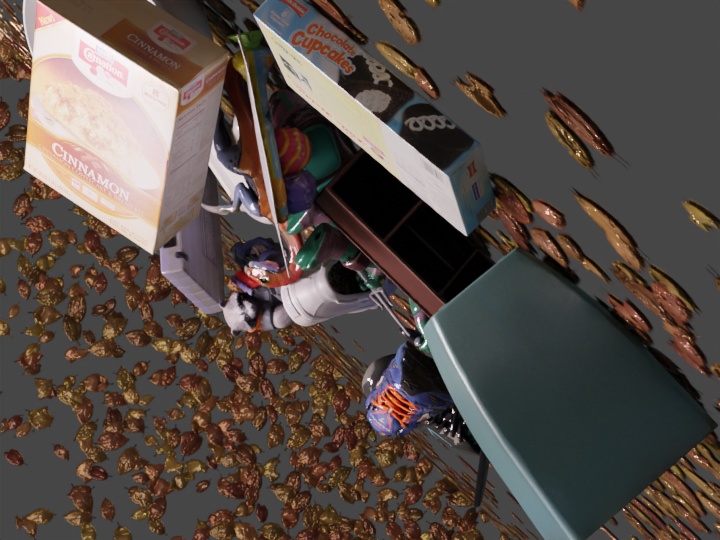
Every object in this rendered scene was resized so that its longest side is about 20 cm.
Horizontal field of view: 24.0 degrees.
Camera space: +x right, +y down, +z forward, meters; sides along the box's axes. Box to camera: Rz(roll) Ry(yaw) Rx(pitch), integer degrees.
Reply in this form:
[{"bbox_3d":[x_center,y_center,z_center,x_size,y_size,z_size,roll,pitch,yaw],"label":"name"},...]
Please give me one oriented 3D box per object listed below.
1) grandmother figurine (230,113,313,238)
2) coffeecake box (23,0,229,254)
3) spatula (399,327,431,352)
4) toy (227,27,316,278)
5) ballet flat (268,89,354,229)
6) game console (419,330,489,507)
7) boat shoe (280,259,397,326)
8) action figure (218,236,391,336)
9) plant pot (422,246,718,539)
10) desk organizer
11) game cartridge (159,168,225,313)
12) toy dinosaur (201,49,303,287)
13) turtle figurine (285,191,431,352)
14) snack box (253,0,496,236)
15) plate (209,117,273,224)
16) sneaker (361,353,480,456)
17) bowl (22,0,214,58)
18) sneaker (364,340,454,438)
[{"bbox_3d":[-0.078,-0.104,1.750,0.121,0.061,0.200,22,157,37],"label":"grandmother figurine"},{"bbox_3d":[-0.207,-0.137,1.465,0.153,0.073,0.201,33,139,15],"label":"coffeecake box"},{"bbox_3d":[0.118,0.108,1.817,0.200,0.021,0.057,34,-175,-25],"label":"spatula"},{"bbox_3d":[-0.066,-0.105,1.415,0.115,0.047,0.201,-110,6,-78],"label":"toy"},{"bbox_3d":[-0.039,-0.101,1.550,0.071,0.069,0.200,61,179,33],"label":"ballet flat"},{"bbox_3d":[0.092,0.108,1.651,0.176,0.116,0.200,42,162,18],"label":"game console"},{"bbox_3d":[0.000,0.000,1.662,0.200,0.068,0.072,-13,-100,-55],"label":"boat shoe"},{"bbox_3d":[-0.054,0.028,1.810,0.200,0.192,0.105,-135,32,-60],"label":"action figure"},{"bbox_3d":[0.145,0.091,1.314,0.200,0.141,0.141,50,173,5],"label":"plant pot"},{"bbox_3d":[0.057,-0.019,1.426,0.200,0.072,0.077,44,170,-1],"label":"desk organizer"},{"bbox_3d":[-0.185,-0.066,1.809,0.130,0.038,0.201,61,-159,-64],"label":"game cartridge"},{"bbox_3d":[-0.100,-0.079,1.569,0.200,0.105,0.182,83,163,-77],"label":"toy dinosaur"},{"bbox_3d":[0.032,0.001,1.533,0.199,0.101,0.150,28,-176,-24],"label":"turtle figurine"},{"bbox_3d":[0.012,-0.117,1.242,0.200,0.037,0.116,41,172,20],"label":"snack box"},{"bbox_3d":[-0.151,-0.136,1.776,0.200,0.032,0.200,56,-177,-8],"label":"plate"},{"bbox_3d":[0.095,0.145,1.780,0.199,0.076,0.079,24,-177,-24],"label":"sneaker"},{"bbox_3d":[-0.200,-0.211,1.523,0.200,0.090,0.202,22,135,23],"label":"bowl"},{"bbox_3d":[0.044,0.121,1.579,0.075,0.078,0.200,42,174,8],"label":"sneaker"}]
